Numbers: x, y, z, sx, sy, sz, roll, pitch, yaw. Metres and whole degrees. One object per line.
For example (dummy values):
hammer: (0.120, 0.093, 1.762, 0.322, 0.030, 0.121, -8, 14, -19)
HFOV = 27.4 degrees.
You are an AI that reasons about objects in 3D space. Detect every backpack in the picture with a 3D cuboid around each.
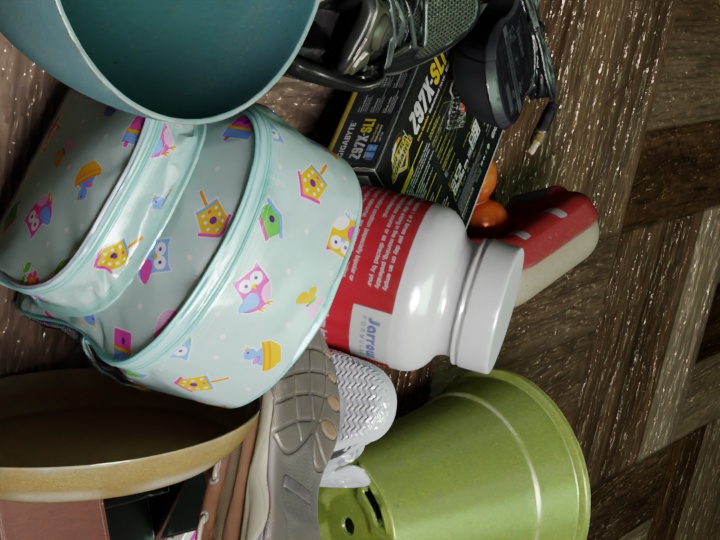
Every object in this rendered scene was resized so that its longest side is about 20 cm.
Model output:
backpack: (-0.103, -0.021, 0.820, 0.153, 0.200, 0.176, 34, 82, -43)

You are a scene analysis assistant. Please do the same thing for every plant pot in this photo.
plant pot: (0.054, 0.193, 1.231, 0.189, 0.200, 0.201, -7, 116, -40)
plant pot: (-0.127, -0.178, 0.733, 0.200, 0.134, 0.201, -18, 112, -51)
plant pot: (-0.154, 0.089, 0.811, 0.200, 0.199, 0.028, -14, 106, -53)

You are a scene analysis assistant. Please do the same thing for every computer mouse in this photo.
computer mouse: (0.106, -0.140, 1.102, 0.200, 0.046, 0.141, -67, 147, -52)

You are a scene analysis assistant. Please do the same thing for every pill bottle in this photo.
pill bottle: (0.000, 0.000, 0.966, 0.112, 0.199, 0.113, 15, 90, -78)

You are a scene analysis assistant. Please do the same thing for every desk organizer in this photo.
desk organizer: (-0.144, 0.134, 0.900, 0.199, 0.072, 0.077, -9, 87, -37)

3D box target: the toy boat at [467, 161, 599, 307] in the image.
toy boat: (0.098, -0.040, 1.213, 0.200, 0.130, 0.131, -31, 103, -45)

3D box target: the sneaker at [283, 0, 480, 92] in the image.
sneaker: (0.013, -0.154, 0.943, 0.199, 0.114, 0.077, -9, 111, -34)

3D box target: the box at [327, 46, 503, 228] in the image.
box: (0.047, -0.102, 1.091, 0.160, 0.049, 0.201, 59, 45, -49)

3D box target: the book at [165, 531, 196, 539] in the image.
book: (-0.118, 0.232, 1.104, 0.200, 0.048, 0.134, -59, 145, -15)

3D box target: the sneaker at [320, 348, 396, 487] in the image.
sneaker: (-0.020, 0.102, 1.003, 0.115, 0.200, 0.075, 13, 70, -38)

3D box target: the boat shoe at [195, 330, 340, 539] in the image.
boat shoe: (-0.062, 0.111, 0.873, 0.076, 0.072, 0.201, 49, 38, -42)

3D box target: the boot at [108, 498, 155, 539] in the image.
boot: (-0.211, 0.185, 0.920, 0.146, 0.070, 0.201, 15, 85, -47)
